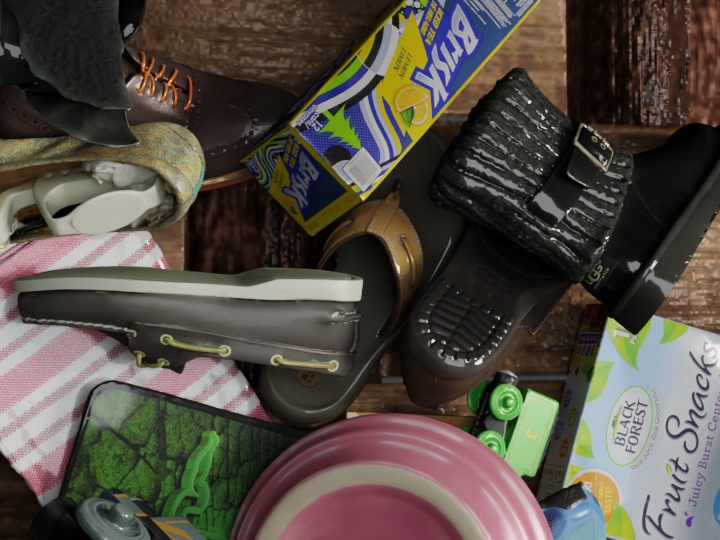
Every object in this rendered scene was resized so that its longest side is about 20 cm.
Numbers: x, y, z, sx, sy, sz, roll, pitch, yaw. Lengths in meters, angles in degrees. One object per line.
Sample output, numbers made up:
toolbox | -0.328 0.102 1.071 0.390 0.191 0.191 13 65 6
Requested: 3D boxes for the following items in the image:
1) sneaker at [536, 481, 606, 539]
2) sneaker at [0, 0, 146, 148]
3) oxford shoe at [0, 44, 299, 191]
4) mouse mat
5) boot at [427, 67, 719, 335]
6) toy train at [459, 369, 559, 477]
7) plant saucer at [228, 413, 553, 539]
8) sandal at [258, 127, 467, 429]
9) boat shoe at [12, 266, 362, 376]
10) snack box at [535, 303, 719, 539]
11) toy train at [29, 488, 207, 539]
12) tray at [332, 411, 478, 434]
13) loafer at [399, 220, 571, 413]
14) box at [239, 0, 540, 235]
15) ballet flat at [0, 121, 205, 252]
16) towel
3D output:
sneaker | 0.137 0.216 1.357 0.078 0.090 0.200 -25 123 -30
sneaker | -0.168 -0.151 1.289 0.104 0.060 0.200 2 47 0
oxford shoe | -0.121 -0.093 1.335 0.199 0.073 0.071 -1 61 -16
mouse mat | -0.110 0.177 1.349 0.161 0.008 0.200 16 93 -19
boot | 0.141 -0.066 1.383 0.158 0.080 0.211 34 34 4
toy train | 0.066 0.159 1.367 0.056 0.042 0.200 23 82 -24
plant saucer | 0.013 0.183 1.308 0.200 0.051 0.201 0 91 16
sandal | 0.000 0.000 1.370 0.082 0.055 0.200 30 78 14
boat shoe | -0.099 0.030 1.312 0.201 0.072 0.061 1 97 -5
snack box | 0.222 0.115 1.440 0.200 0.053 0.143 17 82 -14
toy train | -0.096 0.195 1.256 0.200 0.114 0.085 39 105 27
tray | 0.030 0.188 1.393 0.098 0.037 0.201 3 87 -15
loafer | 0.076 0.016 1.375 0.073 0.071 0.200 39 43 11
box | 0.020 -0.113 1.355 0.064 0.070 0.200 46 57 -7
ballet flat | -0.187 -0.040 1.296 0.199 0.071 0.071 -9 90 3
towel | -0.155 0.064 1.353 0.146 0.030 0.200 -36 100 -14
